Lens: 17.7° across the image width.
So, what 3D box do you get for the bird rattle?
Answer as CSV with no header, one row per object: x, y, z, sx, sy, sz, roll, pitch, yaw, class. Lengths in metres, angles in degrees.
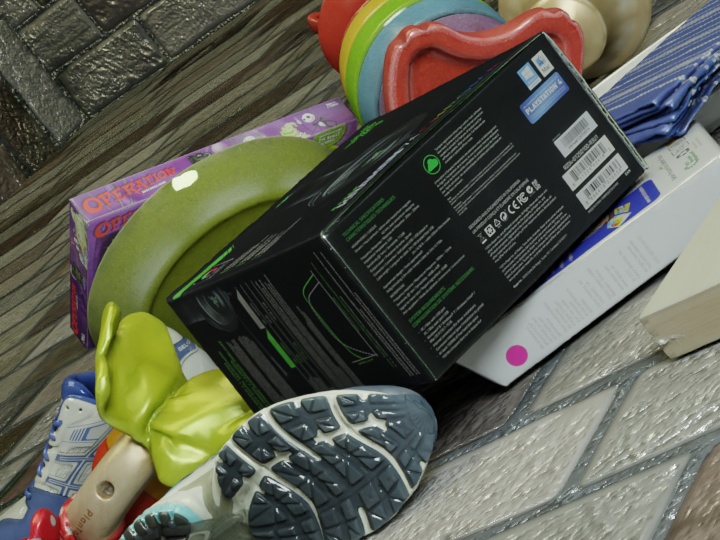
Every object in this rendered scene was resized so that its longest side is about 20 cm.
-0.127,0.126,1.313,0.200,0.112,0.163,-62,-14,8,bird rattle

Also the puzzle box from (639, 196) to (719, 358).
0.214,-0.045,1.033,0.133,0.025,0.200,-27,17,44,puzzle box

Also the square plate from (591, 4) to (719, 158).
0.153,-0.080,1.347,0.198,0.028,0.200,-37,12,5,square plate

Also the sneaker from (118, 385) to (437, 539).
-0.038,0.097,1.140,0.200,0.078,0.086,-31,11,34,sneaker

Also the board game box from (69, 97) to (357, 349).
-0.095,-0.031,1.498,0.200,0.032,0.120,-22,-33,-26,board game box

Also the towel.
0.190,-0.120,1.270,0.200,0.024,0.145,-41,9,-27,towel

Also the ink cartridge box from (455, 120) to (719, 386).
0.104,0.002,1.166,0.200,0.037,0.095,-35,11,8,ink cartridge box

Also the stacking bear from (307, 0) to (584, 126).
0.035,-0.128,1.395,0.121,0.114,0.200,-9,27,-20,stacking bear

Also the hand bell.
0.125,-0.137,1.469,0.104,0.104,0.200,-34,14,24,hand bell

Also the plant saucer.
-0.082,0.001,1.498,0.200,0.031,0.200,-26,-36,-21,plant saucer

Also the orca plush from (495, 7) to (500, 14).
0.149,-0.154,1.623,0.200,0.071,0.105,-39,-34,-25,orca plush

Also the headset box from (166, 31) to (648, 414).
0.017,-0.016,1.191,0.174,0.093,0.200,-43,10,-27,headset box

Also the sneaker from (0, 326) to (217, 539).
-0.172,0.109,1.477,0.200,0.088,0.075,-38,13,12,sneaker
